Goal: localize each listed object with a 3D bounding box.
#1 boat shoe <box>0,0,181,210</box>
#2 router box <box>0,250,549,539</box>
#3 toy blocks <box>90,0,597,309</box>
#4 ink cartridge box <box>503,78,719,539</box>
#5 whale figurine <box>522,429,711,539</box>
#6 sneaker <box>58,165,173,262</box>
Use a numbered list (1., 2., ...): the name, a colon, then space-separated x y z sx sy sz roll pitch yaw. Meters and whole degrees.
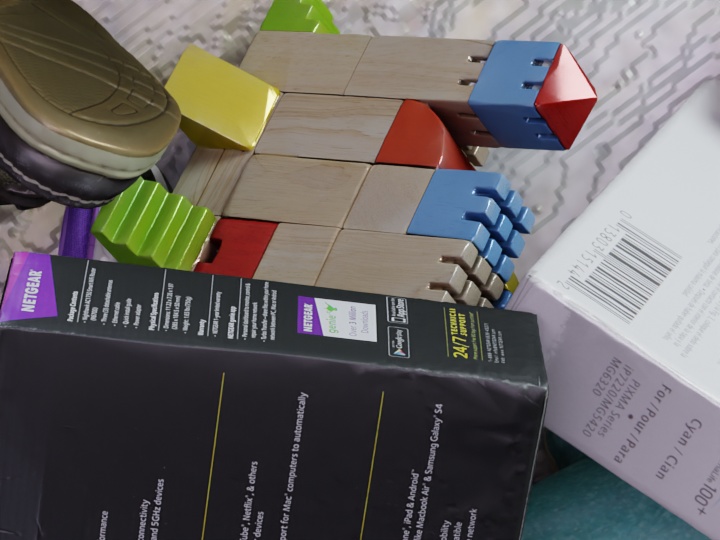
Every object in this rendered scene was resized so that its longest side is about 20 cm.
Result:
1. boat shoe: -0.108 -0.050 0.894 0.073 0.200 0.065 23 102 -19
2. router box: -0.036 0.102 0.777 0.148 0.051 0.201 7 114 -4
3. toy blocks: 0.000 0.000 0.879 0.136 0.100 0.201 6 60 38
4. ink cartridge box: 0.146 0.028 0.846 0.176 0.200 0.045 33 119 9
5. whale figurine: 0.086 0.096 0.861 0.199 0.104 0.160 3 49 -13
6. sneaker: -0.113 0.053 0.935 0.083 0.081 0.201 14 84 19
